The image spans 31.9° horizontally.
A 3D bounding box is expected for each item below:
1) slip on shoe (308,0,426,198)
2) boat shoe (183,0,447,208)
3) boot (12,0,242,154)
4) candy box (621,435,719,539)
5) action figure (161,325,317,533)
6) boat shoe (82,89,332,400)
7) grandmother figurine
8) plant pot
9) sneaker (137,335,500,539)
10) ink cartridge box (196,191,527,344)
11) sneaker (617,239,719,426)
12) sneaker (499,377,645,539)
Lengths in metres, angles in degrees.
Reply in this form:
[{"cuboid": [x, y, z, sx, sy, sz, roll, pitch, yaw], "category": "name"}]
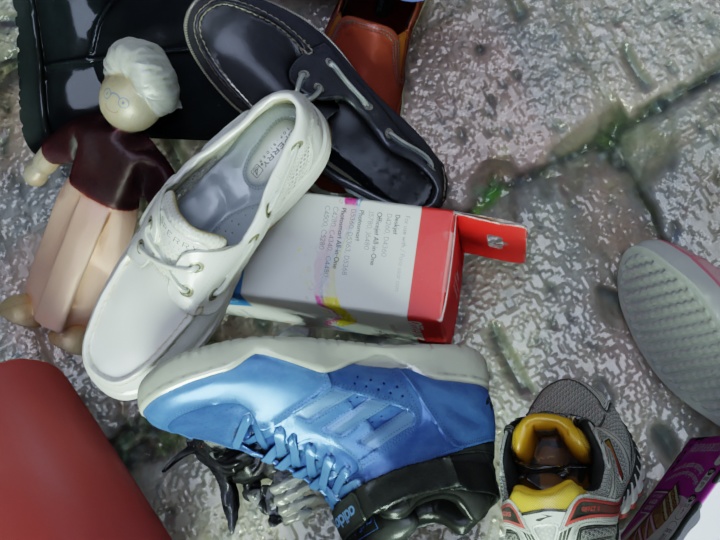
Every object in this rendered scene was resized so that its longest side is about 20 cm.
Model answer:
[{"cuboid": [0.002, -0.143, 0.831, 0.073, 0.061, 0.202, 17, 82, 8], "category": "slip on shoe"}, {"cuboid": [-0.024, -0.102, 0.772, 0.200, 0.063, 0.073, 41, 91, -8], "category": "boat shoe"}, {"cuboid": [-0.144, -0.178, 0.845, 0.166, 0.076, 0.203, -6, 83, 8], "category": "boot"}, {"cuboid": [0.165, 0.188, 0.706, 0.061, 0.136, 0.201, 36, 84, 7], "category": "candy box"}, {"cuboid": [-0.032, 0.095, 0.767, 0.197, 0.102, 0.121, -5, 76, 3], "category": "action figure"}, {"cuboid": [-0.093, -0.019, 0.693, 0.070, 0.069, 0.201, 34, 89, 10], "category": "boat shoe"}, {"cuboid": [-0.161, -0.048, 0.795, 0.120, 0.061, 0.202, 22, 108, 3], "category": "grandmother figurine"}, {"cuboid": [-0.210, 0.163, 0.739, 0.199, 0.201, 0.179, -28, 67, 0], "category": "plant pot"}, {"cuboid": [-0.018, 0.101, 0.675, 0.197, 0.077, 0.113, 2, 63, -18], "category": "sneaker"}, {"cuboid": [0.000, 0.000, 0.774, 0.197, 0.116, 0.068, 8, 81, 9], "category": "ink cartridge box"}, {"cuboid": [0.251, 0.049, 0.766, 0.104, 0.076, 0.200, -19, 51, -32], "category": "sneaker"}, {"cuboid": [0.118, 0.107, 0.707, 0.077, 0.200, 0.083, -9, 109, 12], "category": "sneaker"}]
